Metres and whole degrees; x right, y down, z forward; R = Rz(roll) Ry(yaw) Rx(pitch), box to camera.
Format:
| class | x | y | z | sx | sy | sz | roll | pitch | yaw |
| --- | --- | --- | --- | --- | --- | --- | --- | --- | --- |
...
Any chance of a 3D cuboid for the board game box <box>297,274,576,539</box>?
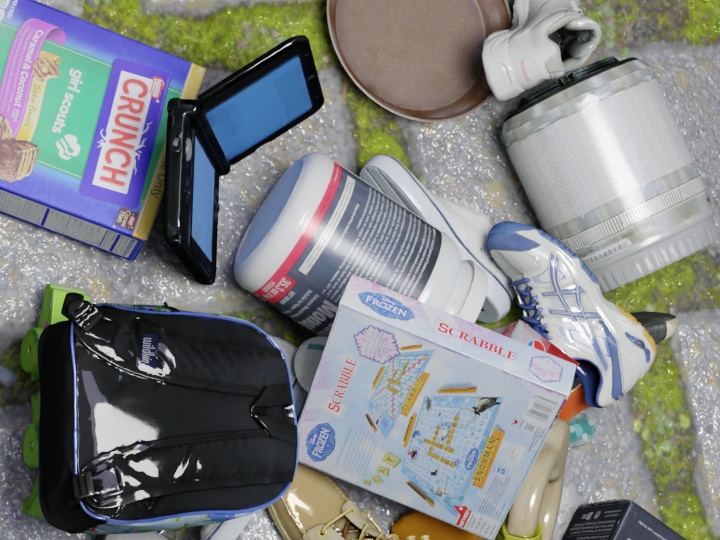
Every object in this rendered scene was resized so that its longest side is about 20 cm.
| class | x | y | z | sx | sy | sz | roll | pitch | yaw |
| --- | --- | --- | --- | --- | --- | --- | --- | --- | --- |
| board game box | 0.054 | 0.119 | 1.402 | 0.198 | 0.201 | 0.041 | 22 | 42 | 2 |

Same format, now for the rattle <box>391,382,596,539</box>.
| class | x | y | z | sx | sy | sz | roll | pitch | yaw |
| --- | --- | --- | --- | --- | --- | --- | --- | --- | --- |
| rattle | 0.135 | 0.186 | 1.571 | 0.130 | 0.142 | 0.201 | 49 | 50 | -47 |

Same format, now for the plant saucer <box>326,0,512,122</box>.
| class | x | y | z | sx | sy | sz | roll | pitch | yaw |
| --- | --- | --- | --- | --- | --- | --- | --- | --- | --- |
| plant saucer | 0.054 | -0.238 | 1.630 | 0.199 | 0.034 | 0.202 | 5 | 77 | -23 |

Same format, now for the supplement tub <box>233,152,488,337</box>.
| class | x | y | z | sx | sy | sz | roll | pitch | yaw |
| --- | --- | --- | --- | --- | --- | --- | --- | --- | --- |
| supplement tub | 0.000 | 0.000 | 1.500 | 0.199 | 0.140 | 0.141 | 33 | 69 | -13 |

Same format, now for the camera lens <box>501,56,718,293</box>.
| class | x | y | z | sx | sy | sz | roll | pitch | yaw |
| --- | --- | --- | --- | --- | --- | --- | --- | --- | --- |
| camera lens | 0.238 | -0.093 | 1.607 | 0.159 | 0.160 | 0.201 | -24 | 89 | -25 |

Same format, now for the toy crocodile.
| class | x | y | z | sx | sy | sz | roll | pitch | yaw |
| --- | --- | --- | --- | --- | --- | --- | --- | --- | --- |
| toy crocodile | -0.256 | 0.111 | 1.418 | 0.067 | 0.062 | 0.201 | 8 | 73 | -35 |

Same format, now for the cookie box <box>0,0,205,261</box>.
| class | x | y | z | sx | sy | sz | roll | pitch | yaw |
| --- | --- | --- | --- | --- | --- | --- | --- | --- | --- |
| cookie box | -0.256 | -0.126 | 1.446 | 0.199 | 0.075 | 0.172 | 20 | 73 | -12 |

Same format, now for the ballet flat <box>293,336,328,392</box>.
| class | x | y | z | sx | sy | sz | roll | pitch | yaw |
| --- | --- | --- | --- | --- | --- | --- | --- | --- | --- |
| ballet flat | 0.024 | 0.128 | 1.484 | 0.200 | 0.069 | 0.070 | 43 | 66 | -23 |

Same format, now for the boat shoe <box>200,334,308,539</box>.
| class | x | y | z | sx | sy | sz | roll | pitch | yaw |
| --- | --- | --- | --- | --- | --- | --- | --- | --- | --- |
| boat shoe | -0.111 | 0.142 | 1.461 | 0.086 | 0.075 | 0.203 | 31 | 66 | -14 |

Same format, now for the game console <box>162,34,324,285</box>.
| class | x | y | z | sx | sy | sz | roll | pitch | yaw |
| --- | --- | --- | --- | --- | --- | --- | --- | --- | --- |
| game console | -0.096 | -0.089 | 1.431 | 0.116 | 0.200 | 0.177 | 0 | 78 | 4 |

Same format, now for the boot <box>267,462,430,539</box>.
| class | x | y | z | sx | sy | sz | roll | pitch | yaw |
| --- | --- | --- | --- | --- | --- | --- | --- | --- | --- |
| boot | 0.004 | 0.237 | 1.443 | 0.073 | 0.155 | 0.201 | -35 | 93 | -25 |

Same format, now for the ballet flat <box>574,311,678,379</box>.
| class | x | y | z | sx | sy | sz | roll | pitch | yaw |
| --- | --- | --- | --- | --- | --- | --- | --- | --- | --- |
| ballet flat | 0.223 | 0.085 | 1.624 | 0.199 | 0.066 | 0.057 | -20 | 100 | -19 |

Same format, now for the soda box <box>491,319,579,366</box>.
| class | x | y | z | sx | sy | sz | roll | pitch | yaw |
| --- | --- | --- | --- | --- | --- | --- | --- | --- | --- |
| soda box | 0.110 | 0.104 | 1.491 | 0.070 | 0.200 | 0.064 | 36 | 68 | -11 |

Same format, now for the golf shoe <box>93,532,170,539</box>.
| class | x | y | z | sx | sy | sz | roll | pitch | yaw |
| --- | --- | --- | --- | --- | --- | --- | --- | --- | --- |
| golf shoe | -0.147 | 0.290 | 1.405 | 0.078 | 0.094 | 0.200 | -38 | 93 | -23 |

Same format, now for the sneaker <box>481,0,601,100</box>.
| class | x | y | z | sx | sy | sz | roll | pitch | yaw |
| --- | --- | --- | --- | --- | --- | --- | --- | --- | --- |
| sneaker | 0.194 | -0.230 | 1.625 | 0.200 | 0.099 | 0.078 | -59 | 134 | -47 |

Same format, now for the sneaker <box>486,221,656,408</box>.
| class | x | y | z | sx | sy | sz | roll | pitch | yaw |
| --- | --- | --- | --- | --- | --- | --- | --- | --- | --- |
| sneaker | 0.183 | 0.042 | 1.544 | 0.200 | 0.075 | 0.088 | 43 | 73 | -4 |

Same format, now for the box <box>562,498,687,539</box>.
| class | x | y | z | sx | sy | sz | roll | pitch | yaw |
| --- | --- | --- | --- | --- | --- | --- | --- | --- | --- |
| box | 0.240 | 0.337 | 1.550 | 0.148 | 0.104 | 0.201 | 36 | 68 | -12 |

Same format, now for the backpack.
| class | x | y | z | sx | sy | sz | roll | pitch | yaw |
| --- | --- | --- | --- | --- | --- | --- | --- | --- | --- |
| backpack | -0.161 | 0.121 | 1.352 | 0.199 | 0.147 | 0.184 | 3 | 76 | -29 |

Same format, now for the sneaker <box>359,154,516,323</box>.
| class | x | y | z | sx | sy | sz | roll | pitch | yaw |
| --- | --- | --- | --- | --- | --- | --- | --- | --- | --- |
| sneaker | 0.079 | -0.041 | 1.587 | 0.200 | 0.073 | 0.071 | 49 | 56 | -16 |
